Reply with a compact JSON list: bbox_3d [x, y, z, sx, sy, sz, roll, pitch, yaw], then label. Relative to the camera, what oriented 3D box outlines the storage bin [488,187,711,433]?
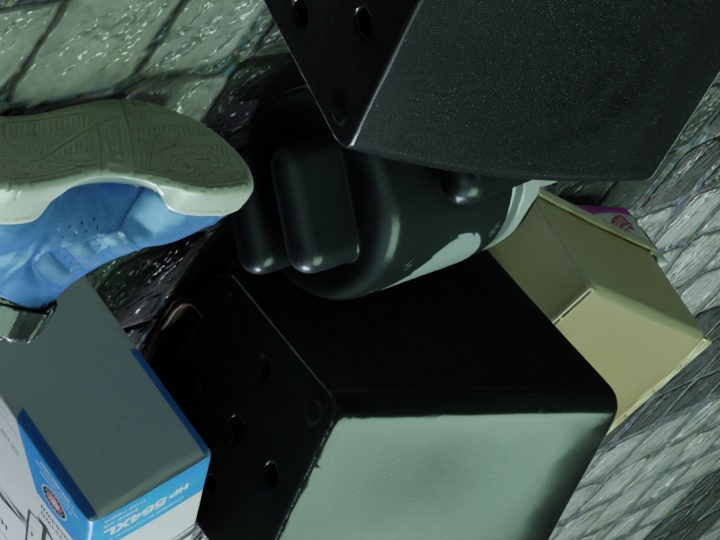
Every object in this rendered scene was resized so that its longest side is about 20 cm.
[{"bbox_3d":[0.112,0.058,1.755,0.198,0.094,0.200,-43,151,16],"label":"storage bin"}]

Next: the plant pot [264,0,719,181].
[{"bbox_3d":[0.057,-0.163,1.190,0.176,0.201,0.200,-11,151,-28],"label":"plant pot"}]

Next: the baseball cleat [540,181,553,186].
[{"bbox_3d":[0.111,-0.097,1.601,0.106,0.070,0.200,-24,-173,30],"label":"baseball cleat"}]

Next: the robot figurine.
[{"bbox_3d":[0.015,-0.053,1.437,0.199,0.150,0.125,-20,141,-43],"label":"robot figurine"}]

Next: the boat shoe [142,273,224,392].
[{"bbox_3d":[-0.124,0.084,1.592,0.075,0.075,0.203,-15,139,-50],"label":"boat shoe"}]

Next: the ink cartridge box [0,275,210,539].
[{"bbox_3d":[-0.166,0.111,1.449,0.084,0.146,0.200,-30,159,-25],"label":"ink cartridge box"}]

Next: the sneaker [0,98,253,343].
[{"bbox_3d":[-0.150,-0.020,1.278,0.199,0.077,0.112,-8,140,-49],"label":"sneaker"}]

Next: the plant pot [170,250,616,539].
[{"bbox_3d":[-0.004,0.096,1.495,0.176,0.200,0.200,2,124,-40],"label":"plant pot"}]

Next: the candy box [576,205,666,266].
[{"bbox_3d":[0.122,0.038,1.926,0.200,0.061,0.136,-46,158,23],"label":"candy box"}]
